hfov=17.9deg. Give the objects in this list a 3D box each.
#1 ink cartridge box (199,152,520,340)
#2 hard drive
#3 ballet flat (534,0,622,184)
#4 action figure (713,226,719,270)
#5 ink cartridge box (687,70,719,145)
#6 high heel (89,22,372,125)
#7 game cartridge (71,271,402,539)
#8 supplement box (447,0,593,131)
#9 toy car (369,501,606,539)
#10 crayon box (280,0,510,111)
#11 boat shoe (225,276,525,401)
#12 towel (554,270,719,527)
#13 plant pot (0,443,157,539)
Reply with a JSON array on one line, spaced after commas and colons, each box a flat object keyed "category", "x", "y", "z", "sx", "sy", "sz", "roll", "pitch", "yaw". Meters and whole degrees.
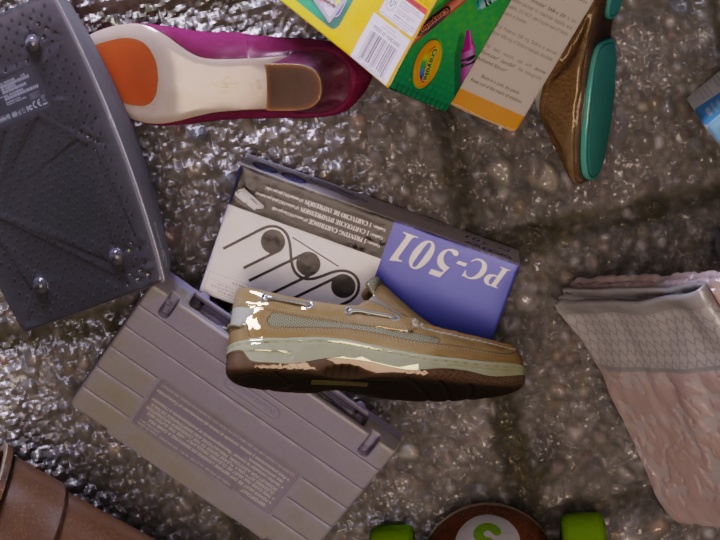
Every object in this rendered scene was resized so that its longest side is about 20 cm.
[{"category": "ink cartridge box", "x": 0.000, "y": 0.000, "z": 1.545, "sx": 0.198, "sy": 0.044, "sz": 0.095, "roll": 19, "pitch": 105, "yaw": -2}, {"category": "hard drive", "x": -0.206, "y": -0.072, "z": 1.514, "sx": 0.134, "sy": 0.042, "sz": 0.201, "roll": -19, "pitch": 95, "yaw": 27}, {"category": "ballet flat", "x": 0.137, "y": -0.161, "z": 1.498, "sx": 0.072, "sy": 0.068, "sz": 0.202, "roll": 13, "pitch": 104, "yaw": 20}, {"category": "action figure", "x": 0.326, "y": -0.024, "z": 1.481, "sx": 0.199, "sy": 0.149, "sz": 0.135, "roll": -18, "pitch": 96, "yaw": 20}, {"category": "ink cartridge box", "x": 0.311, "y": -0.141, "z": 1.463, "sx": 0.200, "sy": 0.116, "sz": 0.067, "roll": -39, "pitch": 98, "yaw": 11}, {"category": "high heel", "x": -0.093, "y": -0.130, "z": 1.528, "sx": 0.198, "sy": 0.096, "sz": 0.068, "roll": 12, "pitch": 103, "yaw": 21}, {"category": "game cartridge", "x": -0.086, "y": 0.101, "z": 1.559, "sx": 0.199, "sy": 0.038, "sz": 0.130, "roll": 35, "pitch": 126, "yaw": -6}, {"category": "supplement box", "x": 0.093, "y": -0.208, "z": 1.446, "sx": 0.073, "sy": 0.126, "sz": 0.201, "roll": 19, "pitch": 108, "yaw": -43}, {"category": "toy car", "x": 0.089, "y": 0.255, "z": 1.519, "sx": 0.163, "sy": 0.200, "sz": 0.159, "roll": -4, "pitch": 103, "yaw": 3}, {"category": "crayon box", "x": 0.009, "y": -0.201, "z": 1.429, "sx": 0.058, "sy": 0.200, "sz": 0.119, "roll": 18, "pitch": 108, "yaw": -46}, {"category": "boat shoe", "x": 0.012, "y": 0.040, "z": 1.499, "sx": 0.198, "sy": 0.072, "sz": 0.077, "roll": 6, "pitch": 71, "yaw": -11}, {"category": "towel", "x": 0.220, "y": 0.088, "z": 1.484, "sx": 0.032, "sy": 0.200, "sz": 0.192, "roll": -34, "pitch": 101, "yaw": -21}, {"category": "plant pot", "x": -0.190, "y": 0.248, "z": 1.542, "sx": 0.197, "sy": 0.200, "sz": 0.201, "roll": 25, "pitch": 103, "yaw": -10}]
